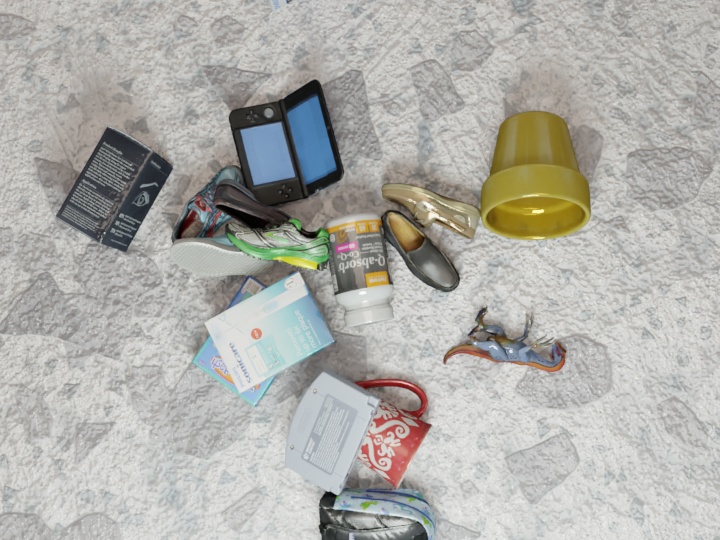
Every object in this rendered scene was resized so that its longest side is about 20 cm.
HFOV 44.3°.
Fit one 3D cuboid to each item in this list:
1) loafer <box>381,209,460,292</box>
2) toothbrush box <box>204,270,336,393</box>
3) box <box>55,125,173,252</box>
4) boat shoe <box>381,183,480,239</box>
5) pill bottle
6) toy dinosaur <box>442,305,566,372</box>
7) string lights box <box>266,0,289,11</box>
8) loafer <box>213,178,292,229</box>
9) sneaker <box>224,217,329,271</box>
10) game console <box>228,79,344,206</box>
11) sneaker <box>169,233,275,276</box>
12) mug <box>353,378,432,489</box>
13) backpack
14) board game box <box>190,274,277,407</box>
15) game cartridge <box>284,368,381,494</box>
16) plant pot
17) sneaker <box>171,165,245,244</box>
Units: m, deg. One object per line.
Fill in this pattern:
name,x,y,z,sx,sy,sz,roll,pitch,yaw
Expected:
loafer,0.110,-0.036,1.679,0.200,0.072,0.073,42,87,5
toothbrush box,-0.164,0.113,1.630,0.198,0.085,0.148,-27,85,1
box,-0.462,-0.151,1.682,0.104,0.148,0.201,29,86,6
boat shoe,0.130,-0.114,1.685,0.198,0.071,0.065,17,85,3
pill bottle,0.000,0.000,1.660,0.115,0.116,0.203,-11,84,2
toy dinosaur,0.290,0.146,1.672,0.181,0.105,0.200,39,125,-7
string lights box,-0.108,-0.598,1.723,0.199,0.103,0.059,-33,85,-1
loafer,-0.194,-0.092,1.672,0.199,0.072,0.063,35,45,-19
sneaker,-0.151,-0.063,1.623,0.197,0.078,0.086,11,106,-7
game console,-0.144,-0.240,1.682,0.169,0.118,0.202,-14,84,-16
sneaker,-0.264,-0.037,1.685,0.198,0.082,0.075,8,120,-19
mug,0.023,0.283,1.649,0.199,0.178,0.134,29,124,9
backpack,0.039,0.469,1.604,0.198,0.154,0.165,-1,106,23
board game box,-0.206,0.135,1.694,0.151,0.045,0.201,34,87,5
game cartridge,-0.057,0.282,1.573,0.132,0.040,0.202,26,106,11
plant pot,0.321,-0.180,1.630,0.198,0.201,0.191,3,69,3
sneaker,-0.289,-0.117,1.695,0.079,0.096,0.201,34,88,5
